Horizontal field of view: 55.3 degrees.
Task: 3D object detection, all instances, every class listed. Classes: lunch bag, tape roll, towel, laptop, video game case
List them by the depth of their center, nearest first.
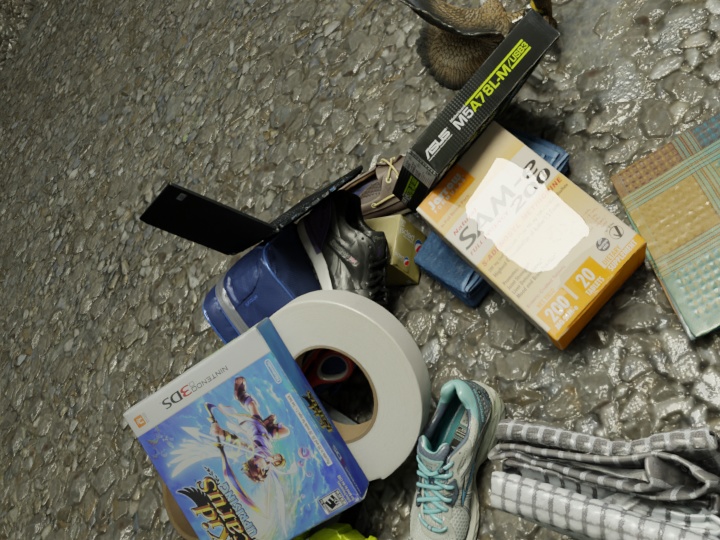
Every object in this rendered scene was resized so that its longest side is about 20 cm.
[{"bbox_3d":[0.204,0.169,0.523,0.163,0.199,0.087,3,68,39],"label":"towel"},{"bbox_3d":[0.338,-0.049,0.649,0.145,0.022,0.203,-31,50,23],"label":"towel"},{"bbox_3d":[-0.118,0.183,0.703,0.179,0.045,0.202,-32,91,15],"label":"video game case"},{"bbox_3d":[-0.024,0.122,0.712,0.198,0.037,0.208,7,108,22],"label":"tape roll"},{"bbox_3d":[-0.127,-0.085,0.783,0.199,0.104,0.176,-39,11,-27],"label":"laptop"},{"bbox_3d":[0.147,-0.067,0.797,0.111,0.048,0.202,36,93,45],"label":"towel"},{"bbox_3d":[-0.082,0.066,0.827,0.131,0.201,0.136,-36,6,25],"label":"lunch bag"}]

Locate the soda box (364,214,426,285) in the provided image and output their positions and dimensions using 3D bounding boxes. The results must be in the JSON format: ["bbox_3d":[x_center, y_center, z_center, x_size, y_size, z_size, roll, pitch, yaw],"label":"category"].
[{"bbox_3d":[-0.015,-0.019,0.897,0.197,0.064,0.069,-5,64,39],"label":"soda box"}]

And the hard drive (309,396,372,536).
[{"bbox_3d":[-0.068,0.228,0.836,0.198,0.033,0.142,22,83,44],"label":"hard drive"}]

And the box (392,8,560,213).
[{"bbox_3d":[0.118,-0.164,0.763,0.047,0.200,0.194,38,85,2],"label":"box"}]

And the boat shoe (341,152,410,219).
[{"bbox_3d":[0.035,-0.111,0.904,0.198,0.059,0.073,-30,50,25],"label":"boat shoe"}]

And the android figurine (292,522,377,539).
[{"bbox_3d":[-0.045,0.351,0.726,0.199,0.041,0.185,-36,68,21],"label":"android figurine"}]

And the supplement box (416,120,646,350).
[{"bbox_3d":[0.170,-0.037,0.700,0.126,0.073,0.200,-48,65,5],"label":"supplement box"}]

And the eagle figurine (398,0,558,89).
[{"bbox_3d":[0.143,-0.303,0.861,0.196,0.155,0.152,-8,25,18],"label":"eagle figurine"}]

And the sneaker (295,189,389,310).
[{"bbox_3d":[0.000,0.000,0.791,0.087,0.075,0.203,-37,73,28],"label":"sneaker"}]

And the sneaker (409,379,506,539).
[{"bbox_3d":[0.079,0.203,0.686,0.076,0.086,0.204,6,73,37],"label":"sneaker"}]

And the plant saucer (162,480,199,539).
[{"bbox_3d":[-0.180,0.242,0.880,0.197,0.029,0.204,-18,58,32],"label":"plant saucer"}]

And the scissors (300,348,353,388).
[{"bbox_3d":[-0.082,0.137,0.774,0.200,0.073,0.014,-47,5,27],"label":"scissors"}]
